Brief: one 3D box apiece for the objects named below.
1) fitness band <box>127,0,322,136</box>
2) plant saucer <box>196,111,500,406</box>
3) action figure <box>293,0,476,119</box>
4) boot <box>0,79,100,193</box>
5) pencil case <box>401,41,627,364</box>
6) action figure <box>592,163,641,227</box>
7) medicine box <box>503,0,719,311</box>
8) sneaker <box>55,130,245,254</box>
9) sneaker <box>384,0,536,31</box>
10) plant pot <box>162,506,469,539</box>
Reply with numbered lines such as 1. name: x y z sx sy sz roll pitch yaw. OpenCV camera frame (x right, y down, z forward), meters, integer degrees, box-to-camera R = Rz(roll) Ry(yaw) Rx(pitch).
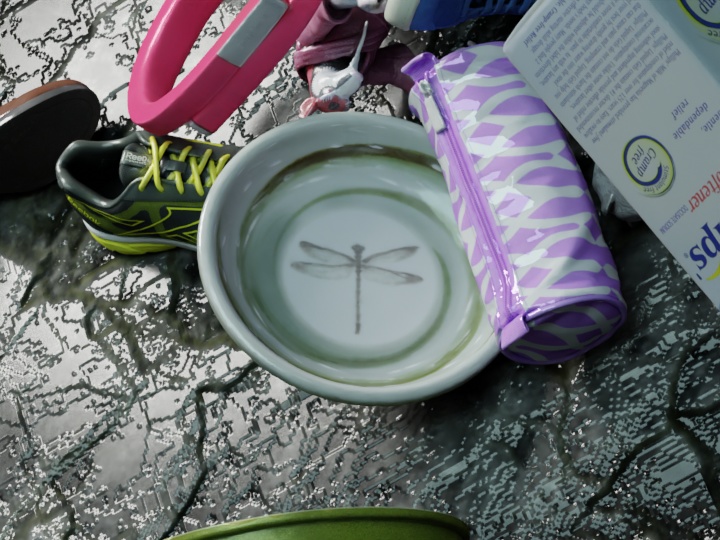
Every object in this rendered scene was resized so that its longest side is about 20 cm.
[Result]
1. fitness band: -0.077 -0.165 1.606 0.200 0.037 0.144 -45 28 28
2. plant saucer: 0.000 0.000 1.540 0.200 0.050 0.200 4 59 -7
3. action figure: -0.006 -0.177 1.617 0.149 0.134 0.200 11 66 33
4. boot: -0.280 -0.121 1.806 0.188 0.068 0.200 -39 44 16
5. pencil case: 0.089 -0.043 1.501 0.084 0.085 0.200 -39 58 30
6. action figure: 0.213 -0.099 1.500 0.200 0.105 0.194 39 94 9
7. medicine box: 0.212 -0.102 1.356 0.200 0.182 0.103 50 139 9
8. sneaker: -0.109 -0.049 1.638 0.200 0.085 0.075 -5 64 29
9. sneaker: 0.097 -0.177 1.541 0.111 0.200 0.077 30 122 10
10. plant pot: -0.027 0.247 1.381 0.200 0.200 0.193 -16 70 22
